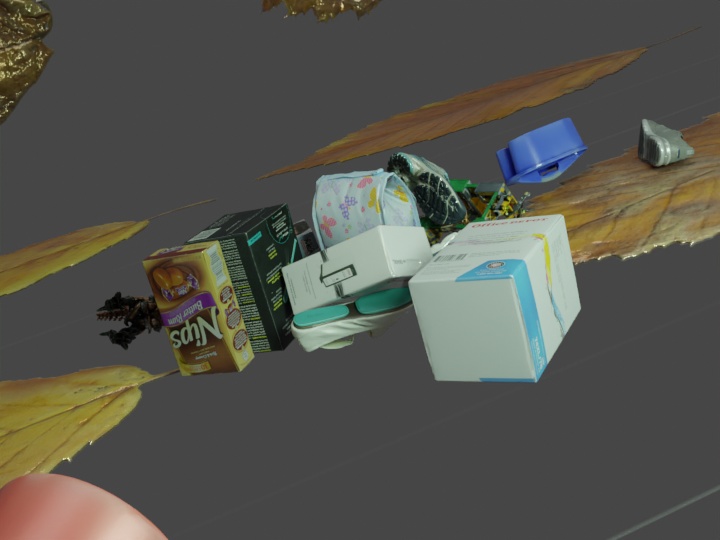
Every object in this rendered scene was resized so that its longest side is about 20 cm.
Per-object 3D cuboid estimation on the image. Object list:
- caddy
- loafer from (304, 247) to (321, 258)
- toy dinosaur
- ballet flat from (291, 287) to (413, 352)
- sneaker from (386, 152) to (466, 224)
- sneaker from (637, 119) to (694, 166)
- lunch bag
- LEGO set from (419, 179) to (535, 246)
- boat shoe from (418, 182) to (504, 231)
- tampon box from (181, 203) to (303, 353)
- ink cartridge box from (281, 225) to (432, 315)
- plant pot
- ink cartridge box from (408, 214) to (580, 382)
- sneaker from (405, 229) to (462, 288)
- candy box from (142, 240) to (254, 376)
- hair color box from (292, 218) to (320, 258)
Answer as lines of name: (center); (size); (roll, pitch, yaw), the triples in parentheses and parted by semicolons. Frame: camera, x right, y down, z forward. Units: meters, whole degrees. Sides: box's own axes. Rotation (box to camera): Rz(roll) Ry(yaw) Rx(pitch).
caddy: (0.389, -0.242, 1.761); (0.198, 0.106, 0.141); (-23, -3, -17)
loafer: (-0.089, 0.008, 1.528); (0.199, 0.069, 0.070); (-21, 40, -27)
toy dinosaur: (-0.425, 0.090, 1.573); (0.199, 0.103, 0.135); (-28, -3, 26)
ballet flat: (-0.006, 0.078, 1.245); (0.197, 0.070, 0.070); (-14, 18, -4)
sneaker: (0.136, -0.157, 1.488); (0.086, 0.078, 0.200); (-9, 42, -36)
sneaker: (0.619, -0.256, 1.679); (0.081, 0.076, 0.201); (0, 27, 4)
lunch bag: (0.016, -0.079, 1.459); (0.168, 0.202, 0.127); (-2, 23, 38)
LEGO set: (0.212, -0.083, 1.505); (0.199, 0.116, 0.155); (-3, 52, 45)
boat shoe: (0.201, -0.129, 1.643); (0.197, 0.073, 0.072); (-13, 19, 9)
tampon box: (-0.176, 0.016, 1.352); (0.125, 0.202, 0.150); (-7, 19, 25)
ink cartridge box: (0.000, 0.000, 1.297); (0.198, 0.085, 0.145); (-22, -10, 31)
plant pot: (-0.268, 0.299, 0.673); (0.198, 0.202, 0.178); (-7, 29, 25)
ink cartridge box: (0.183, 0.033, 1.081); (0.145, 0.148, 0.200); (-4, 22, 34)
sneaker: (0.153, -0.006, 1.371); (0.198, 0.078, 0.080); (-24, 39, -6)
candy box: (-0.251, 0.062, 1.283); (0.115, 0.202, 0.056); (-7, 20, 25)
hair color box: (-0.181, -0.024, 1.594); (0.198, 0.061, 0.099); (-24, 22, -6)
